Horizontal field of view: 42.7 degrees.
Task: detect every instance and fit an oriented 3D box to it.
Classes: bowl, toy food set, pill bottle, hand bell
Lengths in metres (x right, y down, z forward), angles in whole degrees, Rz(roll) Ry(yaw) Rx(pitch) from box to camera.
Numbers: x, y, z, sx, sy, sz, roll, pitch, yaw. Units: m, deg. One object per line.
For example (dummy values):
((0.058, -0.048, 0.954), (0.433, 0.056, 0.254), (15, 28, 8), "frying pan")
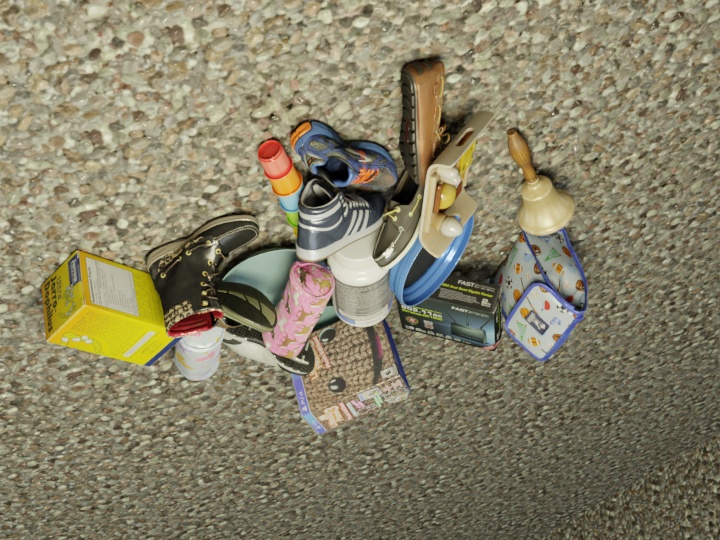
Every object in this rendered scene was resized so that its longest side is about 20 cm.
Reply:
((0.121, -0.031, 1.595), (0.200, 0.039, 0.202), (-43, 155, -26), "bowl")
((0.156, -0.131, 1.423), (0.144, 0.060, 0.201), (-50, 158, -34), "toy food set")
((0.000, 0.000, 1.591), (0.112, 0.115, 0.201), (-14, 147, -7), "pill bottle")
((0.286, -0.163, 1.551), (0.103, 0.105, 0.201), (-25, 134, 9), "hand bell")

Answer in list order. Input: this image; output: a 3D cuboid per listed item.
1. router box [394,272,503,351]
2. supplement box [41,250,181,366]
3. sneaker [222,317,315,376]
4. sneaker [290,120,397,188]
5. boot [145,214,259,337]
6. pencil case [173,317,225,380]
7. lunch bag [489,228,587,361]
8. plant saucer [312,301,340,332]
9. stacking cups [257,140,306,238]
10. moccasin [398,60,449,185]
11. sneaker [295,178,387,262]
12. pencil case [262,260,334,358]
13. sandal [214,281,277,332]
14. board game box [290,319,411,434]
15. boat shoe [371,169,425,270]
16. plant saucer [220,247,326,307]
((0.169, 0.071, 1.736), (0.197, 0.063, 0.151), (12, 150, 17), "router box")
((-0.398, 0.065, 1.489), (0.109, 0.110, 0.199), (-38, 142, 26), "supplement box")
((-0.175, 0.135, 1.693), (0.198, 0.074, 0.080), (30, 145, -4), "sneaker")
((-0.020, -0.155, 1.393), (0.198, 0.079, 0.075), (13, 136, -39), "sneaker")
((-0.238, 0.008, 1.449), (0.197, 0.152, 0.073), (-21, 147, 4), "boot")
((-0.282, 0.129, 1.623), (0.090, 0.083, 0.200), (-40, 171, -21), "pencil case")
((0.344, 0.046, 1.752), (0.122, 0.202, 0.171), (-3, 145, -23), "lunch bag")
((-0.096, 0.115, 1.778), (0.197, 0.036, 0.201), (-13, 147, -9), "plant saucer")
((-0.104, -0.126, 1.420), (0.060, 0.061, 0.201), (-20, 143, 2), "stacking cups")
((0.098, -0.216, 1.365), (0.077, 0.074, 0.204), (-17, 128, -17), "moccasin")
((-0.025, -0.103, 1.438), (0.199, 0.070, 0.110), (-35, 137, -39), "sneaker")
((-0.110, 0.068, 1.583), (0.082, 0.087, 0.201), (24, 136, -5), "pencil case")
((-0.233, 0.059, 1.527), (0.198, 0.080, 0.058), (15, 130, -3), "sandal")
((-0.025, 0.187, 1.740), (0.198, 0.161, 0.097), (-23, 146, 5), "board game box")
((0.069, -0.099, 1.467), (0.060, 0.071, 0.203), (35, 82, -33), "boat shoe")
((-0.155, 0.014, 1.602), (0.198, 0.039, 0.202), (-13, 145, -9), "plant saucer")
